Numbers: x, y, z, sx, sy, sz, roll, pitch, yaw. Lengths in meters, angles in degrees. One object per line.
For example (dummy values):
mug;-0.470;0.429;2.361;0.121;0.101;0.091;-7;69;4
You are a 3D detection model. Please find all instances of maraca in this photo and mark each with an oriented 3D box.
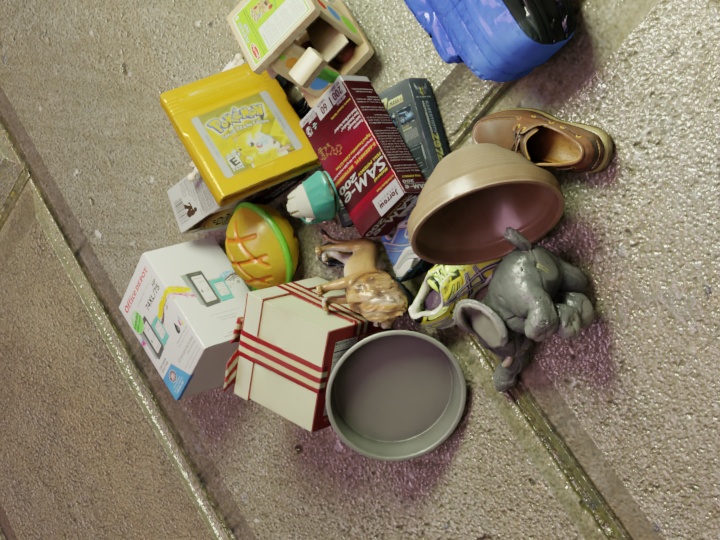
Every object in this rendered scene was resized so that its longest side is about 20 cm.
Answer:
maraca;-0.152;-0.019;1.785;0.137;0.107;0.201;36;144;35

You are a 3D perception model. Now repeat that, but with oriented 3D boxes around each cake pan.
cake pan;0.049;0.172;1.603;0.037;0.198;0.202;-104;25;-70

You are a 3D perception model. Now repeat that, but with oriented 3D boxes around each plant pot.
plant pot;0.149;-0.094;1.434;0.200;0.200;0.094;-38;55;38

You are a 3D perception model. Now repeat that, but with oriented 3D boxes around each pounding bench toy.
pounding bench toy;-0.066;-0.304;1.599;0.124;0.155;0.201;-41;51;19

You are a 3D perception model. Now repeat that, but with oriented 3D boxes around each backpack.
backpack;0.164;-0.334;1.428;0.201;0.162;0.168;54;136;5

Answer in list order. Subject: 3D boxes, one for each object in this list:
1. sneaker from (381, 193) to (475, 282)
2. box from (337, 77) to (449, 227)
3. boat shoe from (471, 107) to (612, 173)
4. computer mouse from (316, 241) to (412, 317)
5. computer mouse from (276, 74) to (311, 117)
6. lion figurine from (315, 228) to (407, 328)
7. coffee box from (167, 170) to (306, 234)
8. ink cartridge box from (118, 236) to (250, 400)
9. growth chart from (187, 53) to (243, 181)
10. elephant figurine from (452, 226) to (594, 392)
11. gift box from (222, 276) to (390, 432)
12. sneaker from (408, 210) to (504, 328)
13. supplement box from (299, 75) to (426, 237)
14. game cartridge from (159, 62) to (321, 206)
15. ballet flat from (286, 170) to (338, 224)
sneaker;0.096;-0.067;1.575;0.200;0.075;0.077;-45;70;36
box;0.033;-0.166;1.632;0.199;0.051;0.159;-22;82;41
boat shoe;0.221;-0.167;1.457;0.199;0.067;0.073;17;107;38
computer mouse;0.006;0.013;1.695;0.059;0.034;0.200;-51;52;-1
computer mouse;-0.122;-0.323;1.746;0.139;0.046;0.202;-6;92;41
lion figurine;0.000;0.000;1.635;0.121;0.073;0.201;-12;47;6
coffee box;-0.196;-0.137;1.795;0.199;0.112;0.081;-30;77;39
ink cartridge box;-0.270;0.075;1.858;0.201;0.145;0.147;53;134;22
growth chart;-0.224;-0.247;1.785;0.144;0.018;0.201;-40;36;28
elephant figurine;0.191;0.058;1.478;0.199;0.140;0.157;-30;60;49
gift box;-0.086;0.131;1.694;0.186;0.184;0.202;24;107;34
sneaker;0.136;0.003;1.551;0.075;0.076;0.201;43;119;30
supplement box;0.004;-0.159;1.582;0.109;0.061;0.201;-44;66;37
game cartridge;-0.175;-0.208;1.677;0.201;0.175;0.033;58;157;18
ballet flat;-0.070;-0.095;1.627;0.070;0.200;0.068;-20;88;-4
